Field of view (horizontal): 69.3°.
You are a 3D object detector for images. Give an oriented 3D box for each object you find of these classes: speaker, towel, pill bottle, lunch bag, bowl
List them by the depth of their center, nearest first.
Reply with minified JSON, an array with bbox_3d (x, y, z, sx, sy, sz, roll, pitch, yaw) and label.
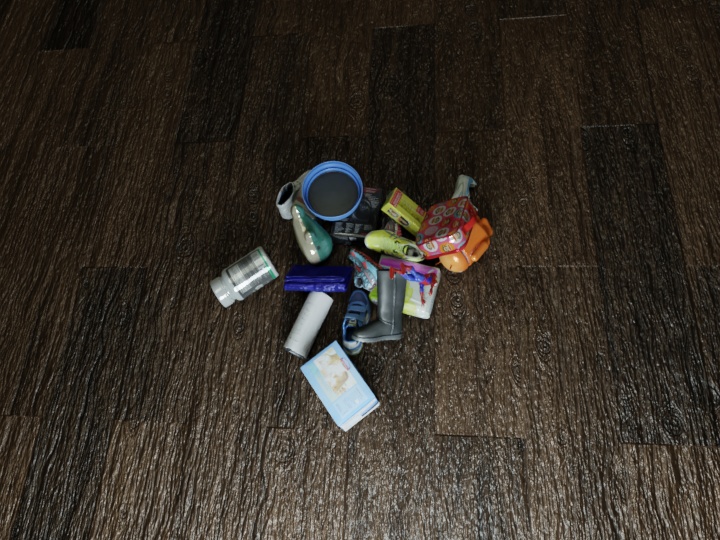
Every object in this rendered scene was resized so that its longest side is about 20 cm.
[{"bbox_3d":[0.263,-0.132,1.530,0.174,0.082,0.202,-15,35,40],"label":"lunch bag"},{"bbox_3d":[-0.158,0.161,1.591,0.080,0.081,0.203,19,72,15],"label":"speaker"},{"bbox_3d":[-0.129,0.016,1.622,0.196,0.051,0.148,2,25,8],"label":"towel"},{"bbox_3d":[-0.370,0.022,1.662,0.198,0.113,0.114,-33,67,-5],"label":"pill bottle"},{"bbox_3d":[-0.090,-0.254,1.681,0.196,0.039,0.205,-1,70,3],"label":"bowl"}]

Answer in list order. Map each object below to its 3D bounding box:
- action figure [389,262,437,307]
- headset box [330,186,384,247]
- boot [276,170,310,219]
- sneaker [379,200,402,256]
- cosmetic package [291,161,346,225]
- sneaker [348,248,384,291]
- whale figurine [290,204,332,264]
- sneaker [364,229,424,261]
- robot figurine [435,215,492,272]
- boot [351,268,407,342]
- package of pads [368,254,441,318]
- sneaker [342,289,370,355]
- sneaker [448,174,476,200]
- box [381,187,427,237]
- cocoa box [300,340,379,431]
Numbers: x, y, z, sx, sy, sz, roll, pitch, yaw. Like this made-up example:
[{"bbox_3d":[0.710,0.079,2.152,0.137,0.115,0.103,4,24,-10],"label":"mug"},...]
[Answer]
[{"bbox_3d":[0.164,0.045,1.477,0.065,0.198,0.101,-17,72,38],"label":"action figure"},{"bbox_3d":[-0.006,-0.186,1.712,0.146,0.077,0.204,5,68,10],"label":"headset box"},{"bbox_3d":[-0.214,-0.275,1.769,0.073,0.096,0.202,23,73,17],"label":"boot"},{"bbox_3d":[0.096,-0.140,1.677,0.073,0.081,0.204,-6,68,8],"label":"sneaker"},{"bbox_3d":[-0.133,-0.251,1.751,0.102,0.087,0.202,27,74,16],"label":"cosmetic package"},{"bbox_3d":[0.000,0.000,1.603,0.097,0.079,0.200,-58,29,6],"label":"sneaker"},{"bbox_3d":[-0.156,-0.122,1.659,0.102,0.159,0.203,-24,98,-10],"label":"whale figurine"},{"bbox_3d":[0.109,-0.078,1.584,0.196,0.076,0.077,12,91,-5],"label":"sneaker"},{"bbox_3d":[0.316,-0.078,1.601,0.144,0.117,0.200,42,78,18],"label":"robot figurine"},{"bbox_3d":[0.055,0.097,1.499,0.162,0.065,0.204,-2,105,-28],"label":"boot"},{"bbox_3d":[0.136,0.051,1.599,0.196,0.068,0.157,13,70,14],"label":"package of pads"},{"bbox_3d":[-0.014,0.148,1.575,0.072,0.082,0.204,2,67,12],"label":"sneaker"},{"bbox_3d":[0.318,-0.216,1.682,0.071,0.072,0.203,23,76,8],"label":"sneaker"},{"bbox_3d":[0.163,-0.166,1.634,0.199,0.050,0.076,38,57,-12],"label":"box"},{"bbox_3d":[-0.056,0.328,1.480,0.132,0.132,0.201,-36,67,-7],"label":"cocoa box"}]
